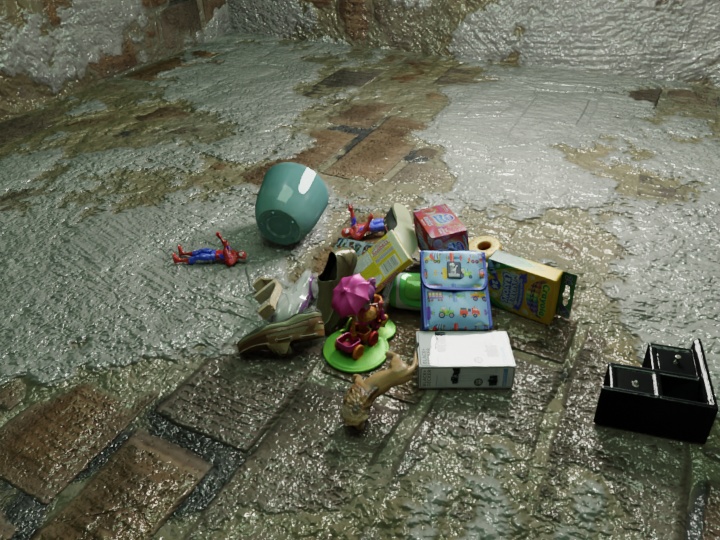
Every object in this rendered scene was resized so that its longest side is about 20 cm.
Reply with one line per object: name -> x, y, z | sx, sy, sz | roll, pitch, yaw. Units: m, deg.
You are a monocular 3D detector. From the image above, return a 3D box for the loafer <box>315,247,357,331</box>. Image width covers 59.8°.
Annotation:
loafer -> -0.070, 0.039, 1.432 | 0.067, 0.203, 0.076 | 14, 3, -39

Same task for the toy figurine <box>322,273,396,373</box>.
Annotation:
toy figurine -> 0.004, 0.088, 1.354 | 0.149, 0.186, 0.199 | 24, 41, 33

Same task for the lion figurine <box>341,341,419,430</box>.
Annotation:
lion figurine -> 0.043, 0.217, 1.213 | 0.199, 0.073, 0.123 | -41, 9, 5

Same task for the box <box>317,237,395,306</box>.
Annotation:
box -> 0.000, 0.000, 1.514 | 0.198, 0.040, 0.139 | 11, 72, 41

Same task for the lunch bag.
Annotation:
lunch bag -> 0.209, 0.040, 1.406 | 0.148, 0.094, 0.203 | -1, 75, 1

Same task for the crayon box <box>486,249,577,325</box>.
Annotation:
crayon box -> 0.389, 0.043, 1.452 | 0.198, 0.127, 0.051 | 20, 40, 29

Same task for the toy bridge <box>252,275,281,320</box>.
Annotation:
toy bridge -> -0.221, 0.051, 1.496 | 0.067, 0.027, 0.200 | -39, 23, 2

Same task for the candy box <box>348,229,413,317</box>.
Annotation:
candy box -> 0.023, 0.007, 1.444 | 0.199, 0.026, 0.103 | -41, 46, 14

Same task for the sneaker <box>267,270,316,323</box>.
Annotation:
sneaker -> -0.163, 0.062, 1.498 | 0.098, 0.076, 0.201 | 2, 33, 12

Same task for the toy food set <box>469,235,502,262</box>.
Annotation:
toy food set -> 0.267, -0.036, 1.644 | 0.197, 0.049, 0.198 | 12, 37, 19

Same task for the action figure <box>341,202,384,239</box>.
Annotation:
action figure -> 0.036, -0.148, 1.770 | 0.197, 0.100, 0.065 | -18, 36, -18

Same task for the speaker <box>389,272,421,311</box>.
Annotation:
speaker -> 0.170, 0.052, 1.487 | 0.196, 0.090, 0.089 | 3, 34, 7

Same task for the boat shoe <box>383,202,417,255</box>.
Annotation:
boat shoe -> 0.101, -0.092, 1.637 | 0.073, 0.063, 0.203 | 24, 35, -24

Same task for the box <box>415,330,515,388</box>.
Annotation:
box -> 0.214, 0.186, 1.311 | 0.196, 0.061, 0.117 | 0, 34, 3

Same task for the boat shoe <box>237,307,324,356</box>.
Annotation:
boat shoe -> -0.170, 0.149, 1.367 | 0.197, 0.076, 0.075 | -22, 78, 2

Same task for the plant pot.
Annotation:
plant pot -> -0.204, -0.171, 1.748 | 0.197, 0.202, 0.162 | 7, 46, 13

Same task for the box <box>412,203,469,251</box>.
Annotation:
box -> 0.200, -0.082, 1.565 | 0.094, 0.101, 0.200 | -12, 25, -4

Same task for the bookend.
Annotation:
bookend -> 0.563, 0.214, 1.221 | 0.196, 0.093, 0.201 | 8, 34, 15

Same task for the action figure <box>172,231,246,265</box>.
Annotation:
action figure -> -0.404, -0.064, 1.681 | 0.196, 0.100, 0.066 | 4, 35, 4
